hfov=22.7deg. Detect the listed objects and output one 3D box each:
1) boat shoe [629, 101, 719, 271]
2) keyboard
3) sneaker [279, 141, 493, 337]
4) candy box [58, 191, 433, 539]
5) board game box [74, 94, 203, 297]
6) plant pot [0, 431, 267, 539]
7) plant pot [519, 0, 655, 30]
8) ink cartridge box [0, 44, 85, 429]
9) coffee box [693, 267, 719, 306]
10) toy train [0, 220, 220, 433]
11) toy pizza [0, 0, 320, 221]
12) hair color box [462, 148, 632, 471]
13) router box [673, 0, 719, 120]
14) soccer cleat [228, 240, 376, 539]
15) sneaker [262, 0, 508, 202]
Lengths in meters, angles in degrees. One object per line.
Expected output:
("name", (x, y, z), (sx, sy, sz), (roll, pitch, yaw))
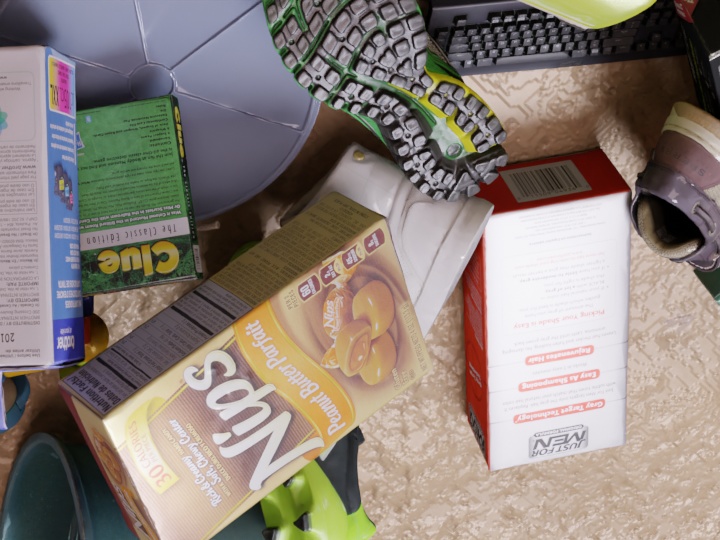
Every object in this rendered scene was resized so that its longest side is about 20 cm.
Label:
("boat shoe", (0.197, -0.038, 1.099), (0.065, 0.072, 0.200), (-49, 163, -7))
("keyboard", (0.135, -0.160, 1.057), (0.199, 0.021, 0.127), (-8, 145, -12))
("sneaker", (0.000, 0.000, 1.123), (0.115, 0.074, 0.200), (28, 137, 4))
("candy box", (-0.060, 0.059, 1.014), (0.200, 0.055, 0.116), (-36, 128, -22))
("board game box", (-0.193, -0.031, 1.005), (0.199, 0.023, 0.106), (-8, 86, 6))
("plant pot", (-0.114, 0.203, 1.150), (0.195, 0.200, 0.201), (2, 121, -26))
("plant pot", (0.067, -0.236, 0.885), (0.198, 0.200, 0.182), (18, 102, -23))
("ink cartridge box", (-0.221, -0.014, 0.959), (0.135, 0.076, 0.201), (-2, 88, 6))
("coffee box", (0.333, 0.025, 1.240), (0.123, 0.044, 0.200), (-43, 123, 12))
("toy train", (-0.168, 0.035, 1.076), (0.199, 0.085, 0.116), (-12, 136, 3))
("toy pizza", (-0.120, -0.114, 1.028), (0.199, 0.032, 0.201), (-4, 125, -6))
("hair color box", (0.120, 0.028, 1.172), (0.101, 0.061, 0.201), (-9, 122, -10))
("router box", (0.275, -0.128, 1.068), (0.149, 0.062, 0.200), (-23, 148, 5))
("soccer cleat", (-0.040, 0.081, 1.119), (0.067, 0.201, 0.081), (-19, 168, 36))
("sneaker", (0.002, -0.121, 1.007), (0.078, 0.085, 0.200), (-38, 129, 3))
